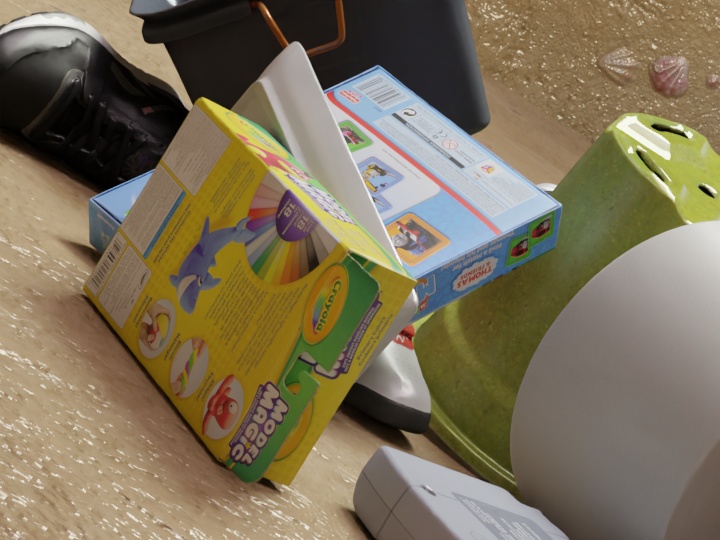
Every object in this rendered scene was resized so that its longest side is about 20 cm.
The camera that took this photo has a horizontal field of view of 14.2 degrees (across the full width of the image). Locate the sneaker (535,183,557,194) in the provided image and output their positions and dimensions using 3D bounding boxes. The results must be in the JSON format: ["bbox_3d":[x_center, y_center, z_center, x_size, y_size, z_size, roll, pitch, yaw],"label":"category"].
[{"bbox_3d":[0.106,-0.012,1.837,0.200,0.075,0.115,31,15,-38],"label":"sneaker"}]

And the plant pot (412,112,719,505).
[{"bbox_3d":[0.151,0.021,1.622,0.200,0.184,0.200,27,24,-13],"label":"plant pot"}]

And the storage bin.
[{"bbox_3d":[-0.017,-0.126,1.684,0.146,0.200,0.134,-93,164,-73],"label":"storage bin"}]

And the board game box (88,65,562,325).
[{"bbox_3d":[-0.019,-0.025,1.519,0.200,0.037,0.151,-26,50,-32],"label":"board game box"}]

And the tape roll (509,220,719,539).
[{"bbox_3d":[0.196,0.093,1.492,0.203,0.203,0.139,25,12,-41],"label":"tape roll"}]

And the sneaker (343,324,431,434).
[{"bbox_3d":[-0.001,-0.001,1.586,0.067,0.108,0.201,26,12,-38],"label":"sneaker"}]

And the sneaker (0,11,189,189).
[{"bbox_3d":[-0.143,-0.084,1.659,0.088,0.076,0.200,47,15,32],"label":"sneaker"}]

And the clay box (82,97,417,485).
[{"bbox_3d":[-0.049,0.013,1.343,0.048,0.115,0.200,24,14,-37],"label":"clay box"}]

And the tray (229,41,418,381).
[{"bbox_3d":[-0.040,-0.016,1.407,0.022,0.107,0.200,22,31,-38],"label":"tray"}]

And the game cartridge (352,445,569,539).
[{"bbox_3d":[0.084,0.155,1.319,0.133,0.040,0.200,28,10,-46],"label":"game cartridge"}]
